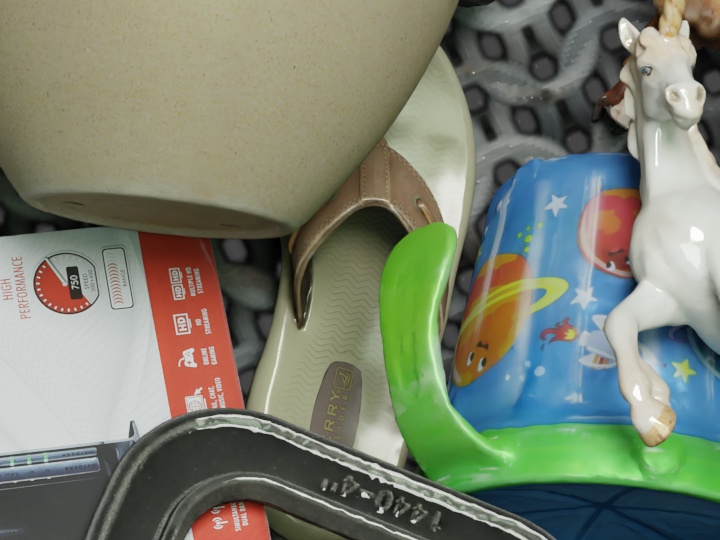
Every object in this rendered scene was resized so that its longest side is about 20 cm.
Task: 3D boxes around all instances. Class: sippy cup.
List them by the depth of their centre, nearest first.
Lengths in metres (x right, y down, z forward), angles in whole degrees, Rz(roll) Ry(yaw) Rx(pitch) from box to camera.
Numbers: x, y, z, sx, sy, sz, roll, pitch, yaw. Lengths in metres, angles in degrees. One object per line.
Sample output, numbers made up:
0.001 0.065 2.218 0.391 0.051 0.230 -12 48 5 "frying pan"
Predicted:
0.090 0.032 0.976 0.139 0.178 0.131 0 69 15 "sippy cup"

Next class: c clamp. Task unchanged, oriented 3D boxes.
-0.024 0.127 0.874 0.199 0.027 0.171 17 54 0 "c clamp"

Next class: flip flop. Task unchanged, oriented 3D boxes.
0.000 0.000 0.988 0.081 0.058 0.201 14 76 -11 "flip flop"

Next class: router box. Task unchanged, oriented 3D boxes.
-0.124 0.087 0.918 0.179 0.049 0.201 -6 62 -14 "router box"

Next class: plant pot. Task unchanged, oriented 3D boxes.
-0.060 -0.084 0.916 0.199 0.200 0.135 7 84 -12 "plant pot"

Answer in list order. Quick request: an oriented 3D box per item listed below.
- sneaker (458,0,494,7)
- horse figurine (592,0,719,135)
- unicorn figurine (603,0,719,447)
0.106 -0.175 1.032 0.115 0.076 0.201 24 77 -12 "sneaker"
0.133 -0.140 0.976 0.050 0.133 0.201 12 95 -2 "horse figurine"
0.129 0.006 0.898 0.200 0.074 0.138 48 31 -34 "unicorn figurine"
